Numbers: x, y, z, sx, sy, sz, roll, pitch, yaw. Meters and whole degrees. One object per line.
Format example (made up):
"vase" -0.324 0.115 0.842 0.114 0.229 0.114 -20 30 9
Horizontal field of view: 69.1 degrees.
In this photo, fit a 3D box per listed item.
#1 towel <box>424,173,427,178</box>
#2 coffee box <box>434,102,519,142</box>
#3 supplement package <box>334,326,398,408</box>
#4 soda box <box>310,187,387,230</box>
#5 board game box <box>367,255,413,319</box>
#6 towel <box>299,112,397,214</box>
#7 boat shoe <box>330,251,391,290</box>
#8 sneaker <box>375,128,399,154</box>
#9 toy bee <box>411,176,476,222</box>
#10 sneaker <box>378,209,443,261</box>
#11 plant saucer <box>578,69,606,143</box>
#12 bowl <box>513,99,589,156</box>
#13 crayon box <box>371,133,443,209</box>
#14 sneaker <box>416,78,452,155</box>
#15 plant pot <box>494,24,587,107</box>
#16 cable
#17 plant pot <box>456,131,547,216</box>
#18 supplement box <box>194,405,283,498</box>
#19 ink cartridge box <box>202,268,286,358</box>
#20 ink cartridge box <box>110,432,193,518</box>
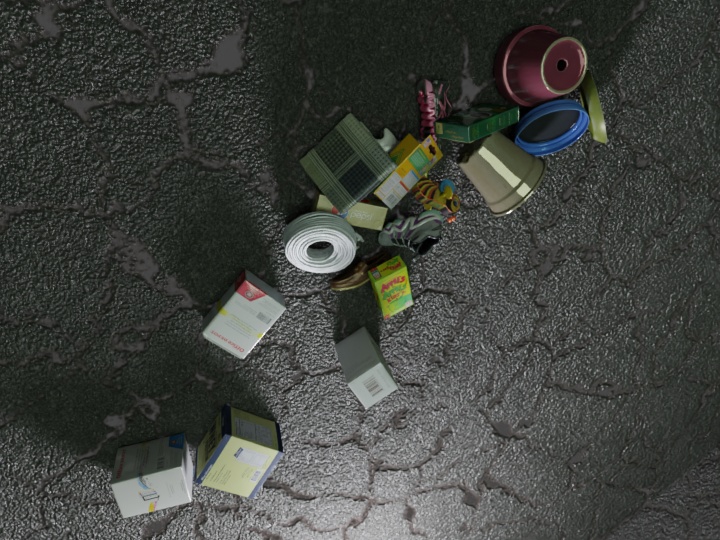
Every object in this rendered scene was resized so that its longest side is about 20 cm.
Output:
"towel" 0.087 -0.277 1.433 0.197 0.018 0.087 -12 111 -10
"coffee box" 0.299 -0.383 1.347 0.199 0.122 0.045 -28 125 -31
"supplement package" 0.014 0.285 1.563 0.116 0.200 0.118 -34 119 2
"soda box" -0.030 -0.165 1.422 0.197 0.064 0.069 9 111 -19
"board game box" 0.090 0.053 1.516 0.100 0.048 0.201 -27 144 -7
"towel" -0.033 -0.271 1.328 0.192 0.034 0.201 -41 74 9
"boat shoe" 0.001 0.000 1.507 0.197 0.072 0.069 -20 113 -14
"sneaker" 0.013 -0.296 1.368 0.199 0.078 0.100 -39 102 -9
"toy bee" 0.234 -0.194 1.445 0.196 0.131 0.111 2 76 -3
"sneaker" 0.135 -0.078 1.436 0.198 0.142 0.078 -22 137 27
"plant saucer" 0.629 -0.441 1.425 0.031 0.201 0.202 -15 121 21
"bowl" 0.516 -0.388 1.428 0.197 0.040 0.201 -7 157 -3
"crayon box" 0.113 -0.265 1.359 0.200 0.052 0.125 -45 153 9
"sneaker" 0.207 -0.405 1.381 0.094 0.079 0.203 -19 120 -20
"plant pot" 0.468 -0.517 1.329 0.197 0.179 0.203 -5 111 -12
"cable" -0.108 -0.070 1.403 0.198 0.070 0.200 -22 139 19
"plant pot" 0.369 -0.285 1.424 0.183 0.201 0.201 38 100 -16
"supplement box" -0.376 0.560 1.615 0.198 0.135 0.201 28 104 -25
"ink cartridge box" -0.326 0.122 1.457 0.145 0.084 0.200 38 100 -27
"ink cartridge box" -0.616 0.610 1.562 0.197 0.148 0.147 -10 117 -11
